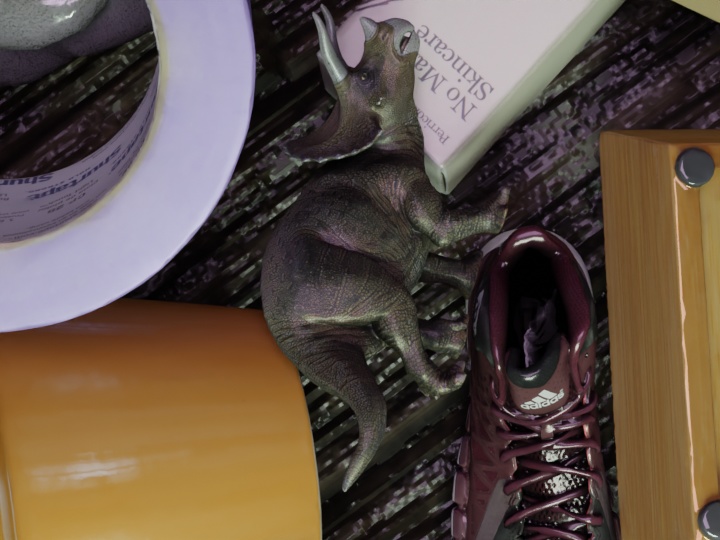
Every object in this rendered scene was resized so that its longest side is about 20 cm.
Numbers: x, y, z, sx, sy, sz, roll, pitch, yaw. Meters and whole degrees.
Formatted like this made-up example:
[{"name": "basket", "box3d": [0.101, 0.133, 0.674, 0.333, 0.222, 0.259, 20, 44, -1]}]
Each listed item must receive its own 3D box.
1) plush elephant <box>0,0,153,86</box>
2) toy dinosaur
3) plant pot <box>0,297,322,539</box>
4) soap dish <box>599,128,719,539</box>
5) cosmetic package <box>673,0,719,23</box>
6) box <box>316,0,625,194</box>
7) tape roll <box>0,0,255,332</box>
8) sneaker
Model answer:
[{"name": "plush elephant", "box3d": [-0.164, -0.164, 0.925, 0.199, 0.155, 0.165, -28, 36, 15]}, {"name": "toy dinosaur", "box3d": [0.000, 0.000, 0.915, 0.102, 0.077, 0.201, 18, 67, -3]}, {"name": "plant pot", "box3d": [-0.117, 0.090, 0.922, 0.182, 0.200, 0.202, -7, 81, -13]}, {"name": "soap dish", "box3d": [0.186, 0.034, 0.944, 0.156, 0.081, 0.202, -1, 80, -8]}, {"name": "cosmetic package", "box3d": [0.208, -0.142, 0.938, 0.199, 0.071, 0.106, 22, 73, -22]}, {"name": "box", "box3d": [0.075, -0.136, 0.994, 0.082, 0.068, 0.200, 41, 86, 7]}, {"name": "tape roll", "box3d": [-0.138, -0.085, 0.829, 0.198, 0.085, 0.202, -1, 108, -3]}, {"name": "sneaker", "box3d": [0.071, 0.075, 0.940, 0.075, 0.116, 0.202, -6, 81, 3]}]
